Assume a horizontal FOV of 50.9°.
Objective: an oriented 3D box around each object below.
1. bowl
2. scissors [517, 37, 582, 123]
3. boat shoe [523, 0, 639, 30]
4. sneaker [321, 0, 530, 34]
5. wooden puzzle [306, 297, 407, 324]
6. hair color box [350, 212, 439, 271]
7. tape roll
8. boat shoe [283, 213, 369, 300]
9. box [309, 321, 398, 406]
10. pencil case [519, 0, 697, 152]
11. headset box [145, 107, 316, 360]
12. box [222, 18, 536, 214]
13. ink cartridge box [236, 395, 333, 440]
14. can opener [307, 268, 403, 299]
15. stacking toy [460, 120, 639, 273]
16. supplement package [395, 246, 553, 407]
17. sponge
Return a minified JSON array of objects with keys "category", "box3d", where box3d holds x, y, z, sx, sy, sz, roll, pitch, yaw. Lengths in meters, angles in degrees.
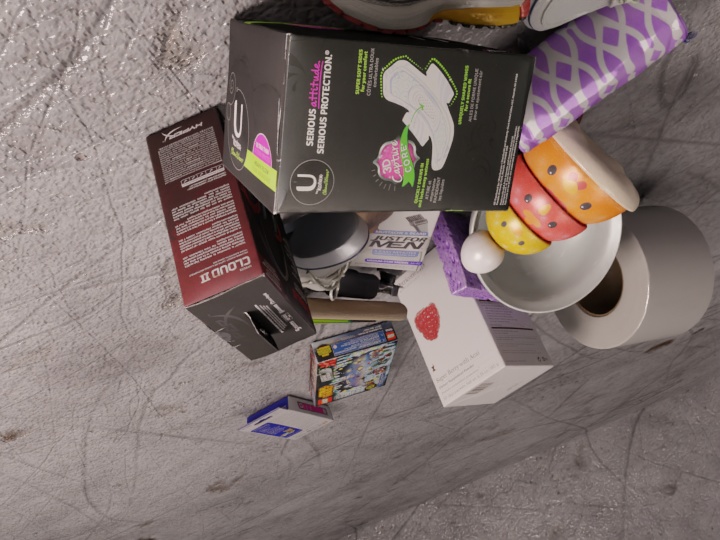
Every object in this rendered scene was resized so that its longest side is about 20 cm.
[{"category":"bowl","box3d":[0.216,-0.055,0.952,0.200,0.090,0.202,-3,106,-12]},{"category":"scissors","box3d":[0.205,-0.199,0.813,0.073,0.014,0.200,-22,152,6]},{"category":"boat shoe","box3d":[0.230,-0.265,0.646,0.200,0.067,0.073,-35,150,24]},{"category":"sneaker","box3d":[0.048,-0.235,0.577,0.199,0.078,0.082,-13,137,-24]},{"category":"wooden puzzle","box3d":[-0.072,0.050,0.917,0.184,0.037,0.199,4,178,-42]},{"category":"hair color box","box3d":[0.028,-0.077,0.813,0.109,0.065,0.200,4,147,-5]},{"category":"tape roll","box3d":[0.393,0.007,1.119,0.138,0.203,0.203,-6,149,-28]},{"category":"boat shoe","box3d":[-0.045,-0.007,0.811,0.201,0.075,0.086,-12,133,48]},{"category":"box","box3d":[-0.016,0.160,1.272,0.136,0.040,0.200,-15,152,-12]},{"category":"pencil case","box3d":[0.212,-0.199,0.732,0.200,0.084,0.086,-34,-169,13]},{"category":"headset box","box3d":[-0.113,-0.020,0.691,0.075,0.201,0.149,-22,153,5]},{"category":"box","box3d":[0.007,-0.123,0.597,0.199,0.148,0.125,-2,111,-26]},{"category":"ink cartridge box","box3d":[-0.137,0.271,1.390,0.094,0.037,0.200,-30,155,16]},{"category":"can opener","box3d":[0.000,0.000,0.951,0.053,0.067,0.200,13,-178,26]},{"category":"stacking toy","box3d":[0.192,-0.065,0.843,0.200,0.146,0.146,-46,146,23]},{"category":"supplement package","box3d":[0.153,0.073,1.060,0.119,0.201,0.121,6,142,-44]},{"category":"sponge","box3d":[0.173,-0.011,1.019,0.030,0.112,0.199,-34,151,33]}]
